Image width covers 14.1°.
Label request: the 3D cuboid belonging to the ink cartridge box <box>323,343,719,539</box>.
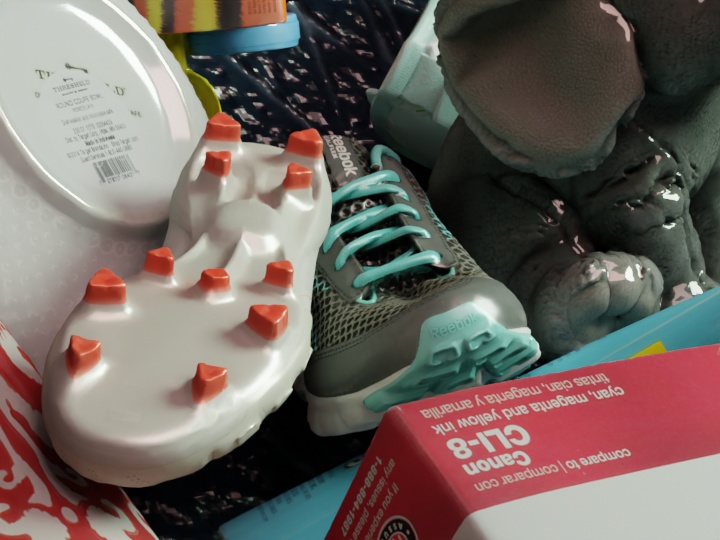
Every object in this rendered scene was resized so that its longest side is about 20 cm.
[{"bbox_3d":[0.089,0.148,0.857,0.145,0.145,0.200,-8,47,-37],"label":"ink cartridge box"}]

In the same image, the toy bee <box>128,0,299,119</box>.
[{"bbox_3d":[-0.077,-0.106,1.129,0.109,0.200,0.131,-6,77,2],"label":"toy bee"}]

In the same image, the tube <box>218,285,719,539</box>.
[{"bbox_3d":[0.053,0.057,0.935,0.200,0.077,0.050,-29,72,-4],"label":"tube"}]

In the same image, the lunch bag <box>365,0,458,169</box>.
[{"bbox_3d":[0.104,-0.068,1.162,0.170,0.122,0.200,30,30,4],"label":"lunch bag"}]

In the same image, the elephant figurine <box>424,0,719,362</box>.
[{"bbox_3d":[0.096,-0.077,0.989,0.155,0.200,0.142,0,25,-8],"label":"elephant figurine"}]

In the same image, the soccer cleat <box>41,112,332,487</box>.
[{"bbox_3d":[-0.045,0.022,0.862,0.069,0.078,0.200,12,27,5],"label":"soccer cleat"}]

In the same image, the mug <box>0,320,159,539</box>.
[{"bbox_3d":[-0.124,0.104,0.796,0.177,0.133,0.200,-4,44,-36],"label":"mug"}]

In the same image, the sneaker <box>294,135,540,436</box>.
[{"bbox_3d":[0.000,0.000,0.965,0.078,0.091,0.200,-21,7,-11],"label":"sneaker"}]

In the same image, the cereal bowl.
[{"bbox_3d":[-0.114,-0.039,0.957,0.200,0.083,0.200,32,41,-33],"label":"cereal bowl"}]
